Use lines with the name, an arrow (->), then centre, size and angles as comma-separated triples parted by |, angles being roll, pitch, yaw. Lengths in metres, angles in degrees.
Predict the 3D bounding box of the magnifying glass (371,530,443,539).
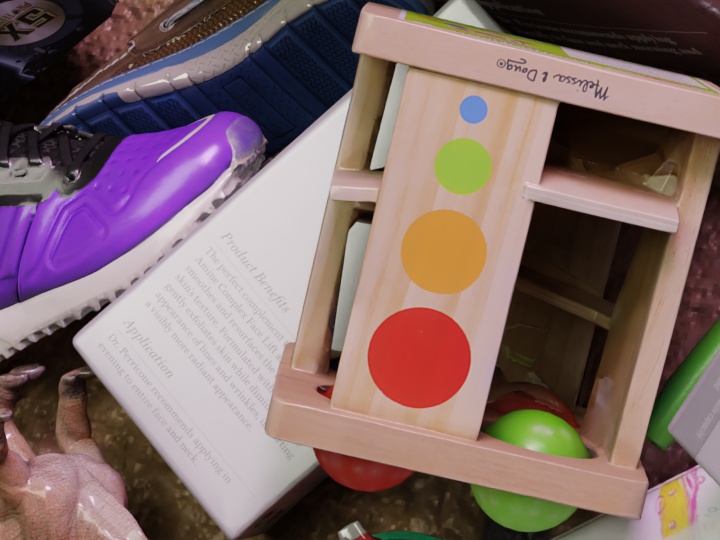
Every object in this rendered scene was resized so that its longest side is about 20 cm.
magnifying glass -> -0.038, 0.147, 1.046 | 0.199, 0.022, 0.080 | -10, 65, 20

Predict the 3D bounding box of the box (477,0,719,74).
box -> 0.078, -0.189, 0.990 | 0.166, 0.200, 0.165 | 15, 75, 57

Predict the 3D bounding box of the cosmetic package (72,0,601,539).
cosmetic package -> 0.000, 0.000, 1.039 | 0.200, 0.074, 0.102 | -40, 83, 5

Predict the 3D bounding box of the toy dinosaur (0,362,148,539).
toy dinosaur -> -0.131, 0.111, 1.060 | 0.200, 0.086, 0.136 | -1, 101, 51

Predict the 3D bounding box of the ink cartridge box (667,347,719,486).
ink cartridge box -> 0.193, 0.073, 0.807 | 0.200, 0.059, 0.104 | 48, 131, 24

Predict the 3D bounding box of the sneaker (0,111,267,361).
sneaker -> -0.134, -0.028, 1.090 | 0.200, 0.070, 0.100 | -29, 99, 27

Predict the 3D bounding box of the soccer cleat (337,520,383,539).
soccer cleat -> -0.009, 0.157, 0.942 | 0.069, 0.200, 0.085 | -33, 103, 16

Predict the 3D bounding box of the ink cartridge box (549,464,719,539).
ink cartridge box -> 0.139, 0.141, 0.916 | 0.200, 0.086, 0.148 | -28, 62, 11

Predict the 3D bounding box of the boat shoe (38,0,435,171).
boat shoe -> -0.052, -0.082, 1.122 | 0.200, 0.072, 0.073 | -23, 39, 25

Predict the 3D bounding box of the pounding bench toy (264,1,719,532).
pounding bench toy -> 0.080, 0.009, 0.931 | 0.199, 0.124, 0.157 | 13, 97, -1

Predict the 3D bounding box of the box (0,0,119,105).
box -> -0.228, -0.120, 1.156 | 0.200, 0.086, 0.164 | -39, 59, 7
